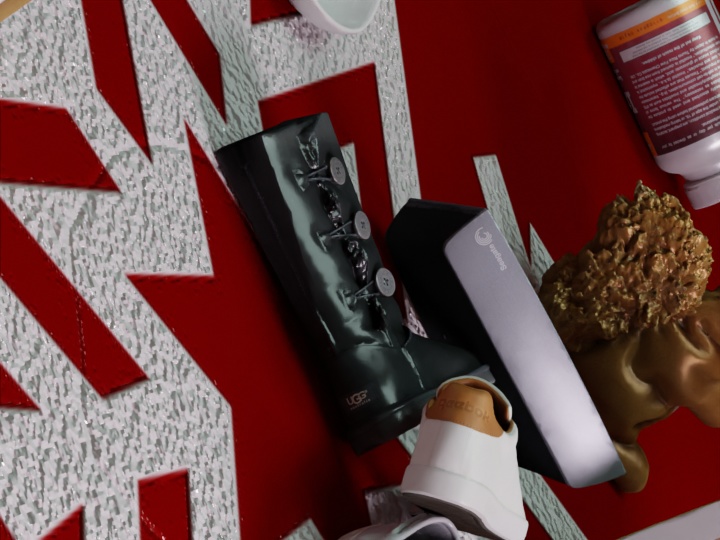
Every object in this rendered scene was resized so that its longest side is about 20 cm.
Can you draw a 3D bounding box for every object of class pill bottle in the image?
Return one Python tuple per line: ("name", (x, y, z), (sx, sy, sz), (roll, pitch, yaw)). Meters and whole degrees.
("pill bottle", (0.311, -0.165, 2.190), (0.200, 0.113, 0.113), (65, 23, -4))

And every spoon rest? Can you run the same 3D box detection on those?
("spoon rest", (-0.009, -0.223, 1.610), (0.100, 0.061, 0.200), (61, 22, -11))

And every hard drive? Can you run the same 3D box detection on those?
("hard drive", (0.089, 0.049, 1.506), (0.200, 0.042, 0.135), (61, -17, -16))

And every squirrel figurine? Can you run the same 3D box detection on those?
("squirrel figurine", (0.240, 0.036, 1.744), (0.200, 0.186, 0.142), (53, 26, -28))

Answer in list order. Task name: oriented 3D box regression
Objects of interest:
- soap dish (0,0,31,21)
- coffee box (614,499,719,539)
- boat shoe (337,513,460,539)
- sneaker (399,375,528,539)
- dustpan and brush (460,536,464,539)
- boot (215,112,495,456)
("soap dish", (-0.229, -0.196, 1.073), (0.200, 0.081, 0.157), (61, 23, -13))
("coffee box", (0.235, 0.262, 1.502), (0.200, 0.199, 0.198), (11, 58, -62))
("boat shoe", (0.007, 0.182, 1.243), (0.072, 0.068, 0.200), (64, 22, 0))
("sneaker", (0.070, 0.112, 1.364), (0.200, 0.073, 0.085), (71, 34, -76))
("dustpan and brush", (0.054, 0.232, 1.311), (0.200, 0.057, 0.140), (-17, 84, -57))
("boot", (0.000, 0.000, 1.424), (0.200, 0.066, 0.165), (63, 21, 3))
